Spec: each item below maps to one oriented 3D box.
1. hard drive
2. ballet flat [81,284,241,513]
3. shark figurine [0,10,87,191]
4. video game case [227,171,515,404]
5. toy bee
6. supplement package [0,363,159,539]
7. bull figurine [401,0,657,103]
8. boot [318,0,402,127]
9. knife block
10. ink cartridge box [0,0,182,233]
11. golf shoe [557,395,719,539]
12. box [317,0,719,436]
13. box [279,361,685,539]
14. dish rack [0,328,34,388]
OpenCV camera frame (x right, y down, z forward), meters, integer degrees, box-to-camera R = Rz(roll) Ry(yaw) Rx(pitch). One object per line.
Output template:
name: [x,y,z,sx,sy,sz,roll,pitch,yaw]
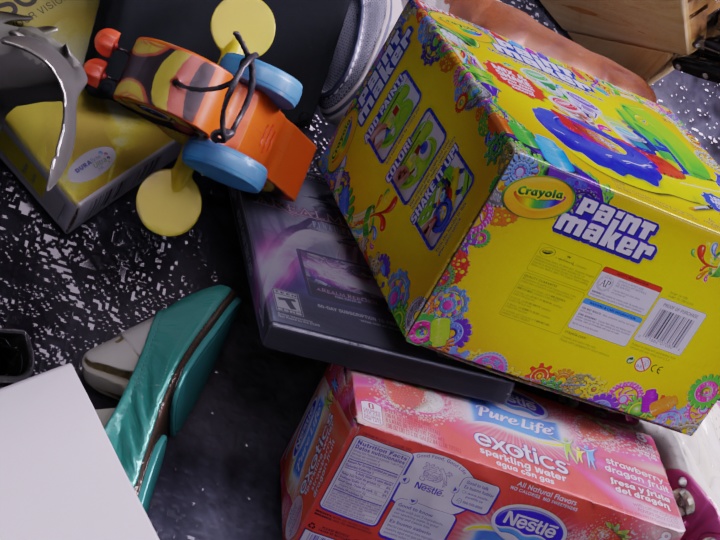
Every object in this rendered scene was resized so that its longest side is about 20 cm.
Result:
hard drive: [-0.066,-0.180,1.044,0.139,0.201,0.033,6,29,-25]
ballet flat: [-0.126,0.077,1.006,0.070,0.068,0.201,20,54,2]
shark figurine: [-0.192,-0.091,0.992,0.128,0.214,0.090,-5,109,-50]
video game case: [0.000,0.000,1.068,0.142,0.019,0.200,14,27,-18]
toy bee: [-0.087,-0.097,0.999,0.108,0.200,0.131,22,62,11]
supplement package: [-0.182,0.148,0.856,0.121,0.200,0.120,-20,74,-33]
bull figurine: [0.105,-0.118,1.216,0.199,0.065,0.122,20,60,-13]
boot: [-0.023,-0.184,1.176,0.090,0.073,0.201,31,44,-29]
knife block: [0.205,-0.202,1.239,0.064,0.176,0.200,-33,81,-35]
ink cartridge box: [-0.165,-0.150,1.117,0.200,0.047,0.197,49,55,3]
golf shoe: [0.201,0.118,1.134,0.091,0.075,0.201,-18,75,-35]
box: [0.107,-0.032,1.063,0.199,0.122,0.193,19,24,-27]
box: [0.064,0.123,1.030,0.199,0.100,0.096,20,27,-15]
dish rack: [-0.261,-0.025,0.965,0.153,0.054,0.201,11,54,-55]
